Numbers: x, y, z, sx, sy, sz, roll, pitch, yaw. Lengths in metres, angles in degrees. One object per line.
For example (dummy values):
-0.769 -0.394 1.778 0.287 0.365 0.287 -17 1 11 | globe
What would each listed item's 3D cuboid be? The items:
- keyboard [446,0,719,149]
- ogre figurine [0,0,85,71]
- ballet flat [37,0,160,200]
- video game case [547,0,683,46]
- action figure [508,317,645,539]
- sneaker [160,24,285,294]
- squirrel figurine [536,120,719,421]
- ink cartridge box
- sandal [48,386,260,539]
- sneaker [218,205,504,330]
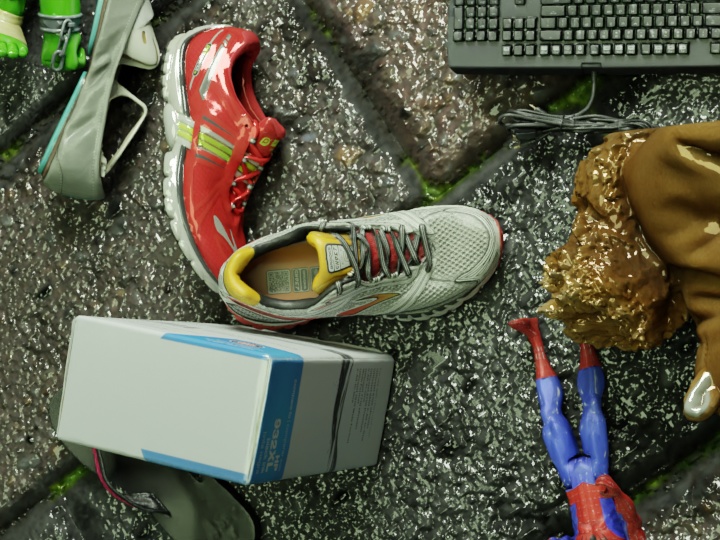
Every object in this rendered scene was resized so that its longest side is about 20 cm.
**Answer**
0.155 -0.144 1.105 0.200 0.021 0.127 2 98 20 | keyboard
-0.288 -0.246 1.291 0.200 0.098 0.120 39 119 37 | ogre figurine
-0.185 -0.149 1.258 0.064 0.067 0.200 19 95 -8 | ballet flat
0.190 -0.262 1.118 0.200 0.023 0.182 -20 77 21 | video game case
0.135 0.124 1.069 0.065 0.099 0.200 -16 81 23 | action figure
-0.095 -0.083 1.200 0.085 0.077 0.200 -8 83 16 | sneaker
0.216 0.001 1.041 0.200 0.141 0.187 -3 94 36 | squirrel figurine
-0.084 0.083 1.109 0.145 0.200 0.084 9 91 24 | ink cartridge box
-0.156 0.143 1.218 0.200 0.045 0.075 38 101 22 | sandal
0.000 0.000 1.131 0.200 0.082 0.078 -13 81 3 | sneaker
